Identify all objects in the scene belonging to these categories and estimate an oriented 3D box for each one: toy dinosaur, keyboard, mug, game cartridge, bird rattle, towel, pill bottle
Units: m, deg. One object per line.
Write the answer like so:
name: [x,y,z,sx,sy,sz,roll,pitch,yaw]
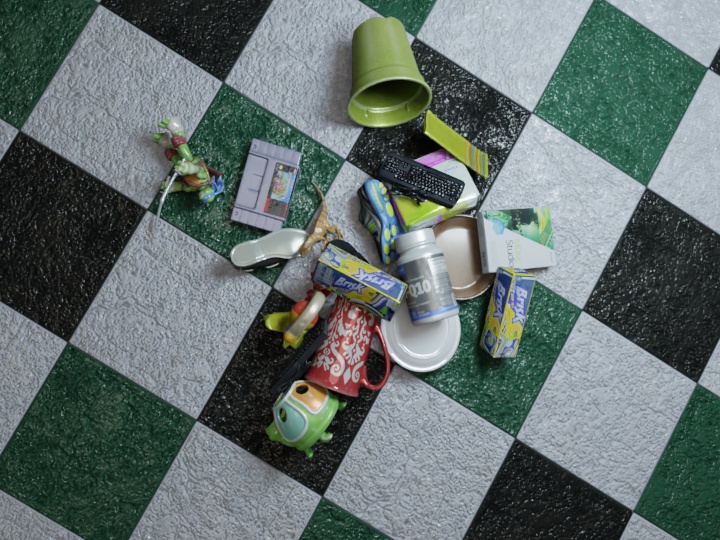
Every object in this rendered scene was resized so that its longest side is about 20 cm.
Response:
toy dinosaur: [-0.088,-0.109,1.222,0.059,0.106,0.203,-12,47,31]
keyboard: [-0.140,0.202,1.155,0.020,0.128,0.201,35,107,-19]
mug: [-0.018,0.176,1.199,0.174,0.133,0.204,21,81,-20]
game cartridge: [-0.222,-0.200,1.239,0.127,0.038,0.205,15,87,1]
bird rattle: [-0.118,0.096,1.175,0.199,0.163,0.113,-41,102,3]
towel: [0.228,-0.297,1.225,0.198,0.018,0.087,29,45,-23]
keyboard: [0.135,-0.202,1.180,0.196,0.040,0.106,23,74,9]
pill bottle: [0.145,0.015,1.178,0.111,0.114,0.205,-15,85,-4]

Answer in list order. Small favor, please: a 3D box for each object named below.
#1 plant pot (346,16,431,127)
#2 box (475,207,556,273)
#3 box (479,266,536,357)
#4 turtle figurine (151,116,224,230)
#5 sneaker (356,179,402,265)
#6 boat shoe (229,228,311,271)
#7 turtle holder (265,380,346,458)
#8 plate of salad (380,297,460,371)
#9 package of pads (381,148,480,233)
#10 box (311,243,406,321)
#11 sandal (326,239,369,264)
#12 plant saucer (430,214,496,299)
plant pot: [0.053,-0.467,1.204,0.195,0.201,0.189,-8,76,-4]
box: [0.376,-0.074,1.249,0.195,0.036,0.148,-6,88,-21]
box: [0.342,0.097,1.211,0.068,0.064,0.205,3,106,-22]
turtle figurine: [-0.427,-0.229,1.172,0.197,0.144,0.197,-26,86,-8]
sneaker: [0.044,-0.114,1.236,0.070,0.082,0.204,-24,100,-34]
boat shoe: [-0.208,-0.044,1.219,0.196,0.060,0.075,-19,79,-19]
turtle holder: [-0.132,0.325,1.177,0.131,0.185,0.142,39,59,-8]
plate of salad: [0.143,0.139,1.242,0.195,0.048,0.205,2,79,-9]
package of pads: [0.167,-0.190,1.232,0.196,0.068,0.157,-23,74,-3]
box: [-0.002,0.026,1.133,0.197,0.070,0.065,28,129,3]
sandal: [0.001,0.000,1.214,0.201,0.048,0.076,47,53,-15]
plant saucer: [0.240,-0.032,1.261,0.195,0.037,0.206,0,88,-4]
